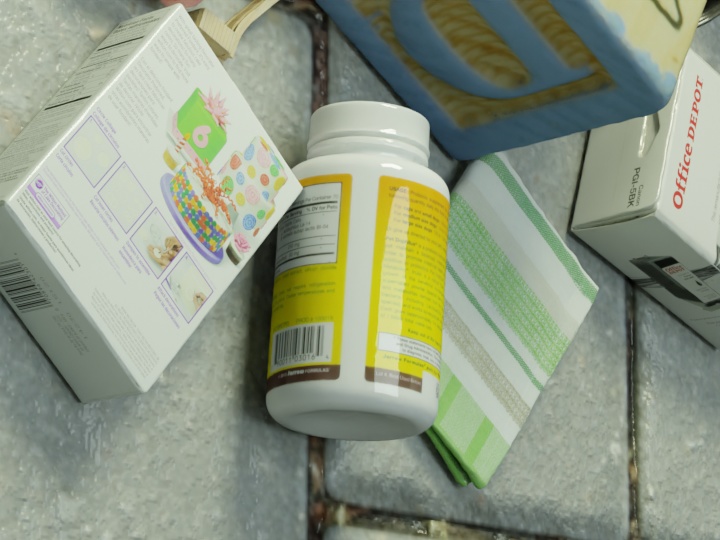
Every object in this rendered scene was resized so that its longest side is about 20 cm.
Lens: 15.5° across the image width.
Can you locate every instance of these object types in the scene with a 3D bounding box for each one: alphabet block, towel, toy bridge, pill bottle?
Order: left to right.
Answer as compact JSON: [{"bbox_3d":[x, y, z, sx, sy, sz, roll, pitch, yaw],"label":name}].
[{"bbox_3d":[-0.067,-0.212,1.707,0.067,0.027,0.201,37,56,-37],"label":"toy bridge"},{"bbox_3d":[0.000,0.000,1.671,0.109,0.109,0.201,20,68,-43],"label":"pill bottle"},{"bbox_3d":[0.079,0.031,1.817,0.149,0.031,0.200,52,50,-22],"label":"towel"},{"bbox_3d":[0.113,-0.222,1.782,0.195,0.196,0.201,48,50,-31],"label":"alphabet block"}]

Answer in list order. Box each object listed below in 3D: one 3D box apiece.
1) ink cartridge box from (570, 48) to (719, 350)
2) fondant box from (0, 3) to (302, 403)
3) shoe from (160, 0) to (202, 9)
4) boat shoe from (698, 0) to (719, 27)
[{"bbox_3d":[0.255,-0.051,1.980,0.200,0.083,0.147,36,56,-37],"label":"ink cartridge box"},{"bbox_3d":[-0.135,-0.041,1.573,0.145,0.058,0.200,56,47,-22],"label":"fondant box"},{"bbox_3d":[-0.082,-0.259,1.641,0.201,0.071,0.091,-55,139,-16],"label":"shoe"},{"bbox_3d":[0.215,-0.197,1.931,0.199,0.057,0.067,-32,122,-19],"label":"boat shoe"}]
